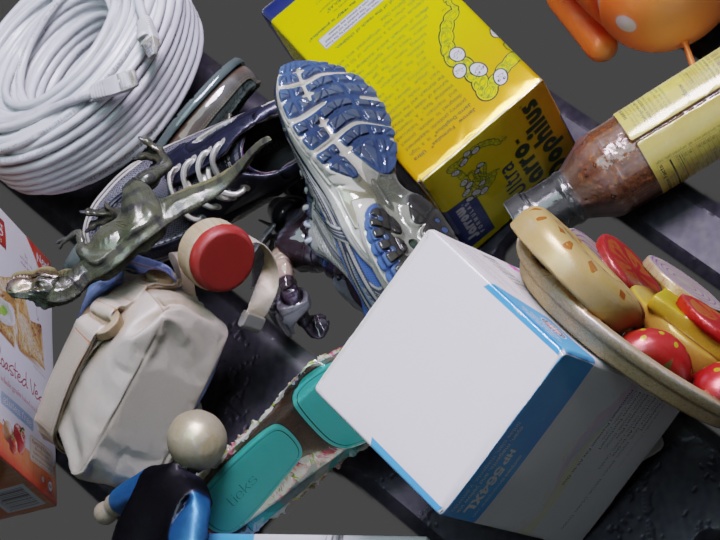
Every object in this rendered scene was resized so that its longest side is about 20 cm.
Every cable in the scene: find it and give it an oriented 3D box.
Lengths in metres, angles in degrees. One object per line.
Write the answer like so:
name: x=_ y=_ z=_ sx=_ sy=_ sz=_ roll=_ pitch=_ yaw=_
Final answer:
cable: x=-0.203 y=-0.147 z=1.843 sx=0.199 sy=0.069 sz=0.201 roll=-28 pitch=38 yaw=26

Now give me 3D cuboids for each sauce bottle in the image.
sauce bottle: x=0.188 y=-0.081 z=1.685 sx=0.199 sy=0.066 sz=0.066 roll=-30 pitch=56 yaw=4

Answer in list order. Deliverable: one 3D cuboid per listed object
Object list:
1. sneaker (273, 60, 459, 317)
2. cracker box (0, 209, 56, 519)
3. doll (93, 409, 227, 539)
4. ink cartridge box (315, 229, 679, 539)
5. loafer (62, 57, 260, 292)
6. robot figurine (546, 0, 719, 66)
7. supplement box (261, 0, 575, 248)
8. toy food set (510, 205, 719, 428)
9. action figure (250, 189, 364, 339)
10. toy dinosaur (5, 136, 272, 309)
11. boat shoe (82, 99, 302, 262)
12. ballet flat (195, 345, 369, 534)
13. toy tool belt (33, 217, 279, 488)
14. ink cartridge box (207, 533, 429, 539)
sneaker: x=-0.012 y=-0.046 z=1.648 sx=0.077 sy=0.085 sz=0.201 roll=-9 pitch=60 yaw=-34
cracker box: x=-0.263 y=0.055 z=1.753 sx=0.057 sy=0.134 sz=0.201 roll=-14 pitch=60 yaw=14
doll: x=-0.139 y=0.183 z=1.638 sx=0.136 sy=0.048 sz=0.201 roll=32 pitch=102 yaw=57
ink cartridge box: x=0.096 y=0.079 z=1.570 sx=0.128 sy=0.200 sz=0.126 roll=43 pitch=102 yaw=33
loafer: x=-0.129 y=-0.058 z=1.810 sx=0.063 sy=0.072 sz=0.200 roll=38 pitch=87 yaw=6
robot figurine: x=0.185 y=-0.230 z=1.733 sx=0.144 sy=0.117 sz=0.200 roll=-39 pitch=56 yaw=0
supplement box: x=0.042 y=-0.129 z=1.743 sx=0.109 sy=0.109 sz=0.200 roll=-40 pitch=57 yaw=-2
toy food set: x=0.177 y=0.027 z=1.560 sx=0.199 sy=0.198 sz=0.049 roll=37 pitch=103 yaw=9
action figure: x=0.000 y=0.000 z=1.720 sx=0.200 sy=0.069 sz=0.130 roll=34 pitch=87 yaw=36
toy dinosaur: x=-0.148 y=-0.040 z=1.685 sx=0.199 sy=0.048 sz=0.088 roll=-35 pitch=31 yaw=-1
boat shoe: x=-0.104 y=-0.065 z=1.732 sx=0.199 sy=0.093 sz=0.075 roll=-32 pitch=90 yaw=-2
ballet flat: x=-0.033 y=0.101 z=1.667 sx=0.199 sy=0.064 sz=0.076 roll=-35 pitch=98 yaw=10
toy tool belt: x=-0.150 y=0.042 z=1.717 sx=0.123 sy=0.124 sz=0.201 roll=36 pitch=103 yaw=56
ink cartridge box: x=-0.010 y=0.230 z=1.597 sx=0.198 sy=0.067 sz=0.117 roll=-2 pitch=62 yaw=21
